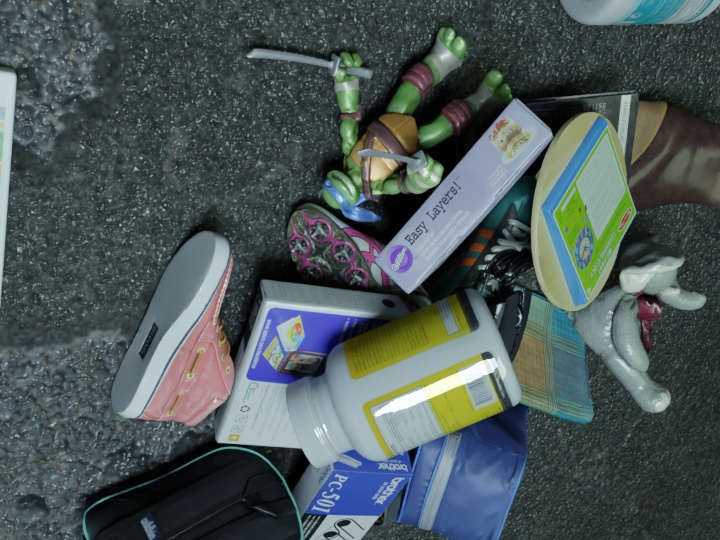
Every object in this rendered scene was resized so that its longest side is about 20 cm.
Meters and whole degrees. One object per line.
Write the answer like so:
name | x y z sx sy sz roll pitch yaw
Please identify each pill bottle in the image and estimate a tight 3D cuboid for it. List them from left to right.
pill bottle | 0.037 0.103 0.762 0.197 0.113 0.113 -23 127 5
pill bottle | 0.306 -0.312 0.866 0.197 0.111 0.112 -10 119 -28

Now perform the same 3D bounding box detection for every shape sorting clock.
shape sorting clock | 0.226 -0.059 0.862 0.198 0.039 0.204 -7 100 -46

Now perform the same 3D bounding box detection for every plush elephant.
plush elephant | 0.342 0.034 1.030 0.200 0.165 0.155 43 112 -10

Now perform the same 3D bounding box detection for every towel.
towel | 0.219 0.098 1.025 0.198 0.022 0.149 23 60 -38

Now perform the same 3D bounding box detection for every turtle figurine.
turtle figurine | 0.039 -0.147 0.763 0.193 0.143 0.201 -39 132 -15

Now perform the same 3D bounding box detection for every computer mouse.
computer mouse | 0.137 0.062 0.864 0.140 0.046 0.202 -8 132 -52

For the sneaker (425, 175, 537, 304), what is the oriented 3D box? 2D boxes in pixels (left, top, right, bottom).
sneaker | 0.145 -0.006 0.913 0.071 0.080 0.201 25 113 -23

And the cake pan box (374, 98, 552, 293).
cake pan box | 0.105 -0.070 0.812 0.200 0.052 0.184 -50 173 16

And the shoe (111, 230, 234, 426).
shoe | -0.154 0.060 0.798 0.090 0.072 0.202 20 108 -39

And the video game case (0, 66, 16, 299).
video game case | -0.361 -0.062 0.631 0.180 0.023 0.203 0 114 -32

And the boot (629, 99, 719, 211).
boot | 0.354 -0.093 0.993 0.164 0.072 0.203 14 101 -3

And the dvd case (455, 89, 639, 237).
dvd case | 0.200 -0.115 0.917 0.196 0.016 0.151 -6 119 -4

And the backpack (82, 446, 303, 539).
backpack | -0.153 0.285 0.847 0.198 0.176 0.154 -30 143 -15

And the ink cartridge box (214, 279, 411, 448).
ink cartridge box | -0.030 0.105 0.848 0.197 0.044 0.200 9 126 -20

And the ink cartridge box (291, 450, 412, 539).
ink cartridge box | -0.026 0.256 0.931 0.093 0.045 0.201 8 135 -22

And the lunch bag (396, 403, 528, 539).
lunch bag | 0.113 0.213 0.974 0.130 0.200 0.138 19 107 6

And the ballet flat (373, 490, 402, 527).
ballet flat | 0.013 0.232 0.991 0.072 0.073 0.202 -27 128 -17

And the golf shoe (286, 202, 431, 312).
golf shoe | 0.000 0.000 0.868 0.072 0.093 0.200 -31 116 28
